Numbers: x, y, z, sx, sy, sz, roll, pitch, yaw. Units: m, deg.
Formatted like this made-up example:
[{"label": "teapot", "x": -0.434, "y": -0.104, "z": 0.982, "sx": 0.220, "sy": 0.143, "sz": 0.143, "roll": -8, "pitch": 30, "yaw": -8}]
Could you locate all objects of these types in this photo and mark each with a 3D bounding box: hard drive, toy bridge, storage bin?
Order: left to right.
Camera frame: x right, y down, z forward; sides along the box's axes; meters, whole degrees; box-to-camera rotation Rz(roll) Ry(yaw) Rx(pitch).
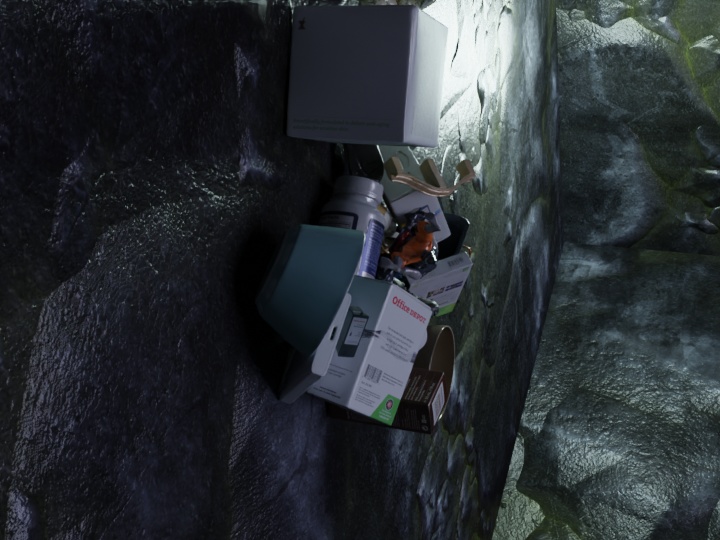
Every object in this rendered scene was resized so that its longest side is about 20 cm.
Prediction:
[{"label": "hard drive", "x": -0.071, "y": 0.121, "z": 1.344, "sx": 0.200, "sy": 0.027, "sz": 0.132, "roll": 134, "pitch": -23, "yaw": -63}, {"label": "toy bridge", "x": 0.126, "y": -0.161, "z": 1.537, "sx": 0.200, "sy": 0.027, "sz": 0.067, "roll": -5, "pitch": 63, "yaw": -40}, {"label": "storage bin", "x": 0.168, "y": -0.015, "z": 1.959, "sx": 0.134, "sy": 0.145, "sz": 0.200, "roll": 89, "pitch": 20, "yaw": -47}]

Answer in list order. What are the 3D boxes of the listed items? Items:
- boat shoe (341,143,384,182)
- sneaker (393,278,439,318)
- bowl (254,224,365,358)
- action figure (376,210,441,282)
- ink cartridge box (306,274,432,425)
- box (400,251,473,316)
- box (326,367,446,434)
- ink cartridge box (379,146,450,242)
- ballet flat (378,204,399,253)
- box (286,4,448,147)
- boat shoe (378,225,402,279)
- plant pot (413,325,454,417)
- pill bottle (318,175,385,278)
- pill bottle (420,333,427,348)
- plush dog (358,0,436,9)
[{"label": "boat shoe", "x": -0.008, "y": -0.242, "z": 1.517, "sx": 0.074, "sy": 0.075, "sz": 0.200, "roll": -125, "pitch": -153, "yaw": -78}, {"label": "sneaker", "x": 0.070, "y": 0.056, "z": 1.676, "sx": 0.066, "sy": 0.200, "sz": 0.091, "roll": -14, "pitch": 95, "yaw": -33}, {"label": "bowl", "x": -0.082, "y": 0.014, "z": 1.269, "sx": 0.201, "sy": 0.105, "sz": 0.201, "roll": -156, "pitch": -90, "yaw": -82}, {"label": "action figure", "x": 0.086, "y": -0.009, "z": 1.545, "sx": 0.200, "sy": 0.105, "sz": 0.193, "roll": -58, "pitch": 168, "yaw": -2}, {"label": "ink cartridge box", "x": 0.019, "y": 0.125, "z": 1.389, "sx": 0.146, "sy": 0.084, "sz": 0.200, "roll": 35, "pitch": 73, "yaw": -53}, {"label": "box", "x": 0.140, "y": 0.046, "z": 1.810, "sx": 0.200, "sy": 0.144, "sz": 0.036, "roll": 103, "pitch": -35, "yaw": -57}, {"label": "box", "x": 0.047, "y": 0.225, "z": 1.598, "sx": 0.100, "sy": 0.200, "sz": 0.075, "roll": -56, "pitch": 144, "yaw": -52}, {"label": "ink cartridge box", "x": 0.086, "y": -0.146, "z": 1.667, "sx": 0.145, "sy": 0.087, "sz": 0.200, "roll": 62, "pitch": 0, "yaw": 31}, {"label": "ballet flat", "x": 0.042, "y": -0.080, "z": 1.632, "sx": 0.200, "sy": 0.063, "sz": 0.069, "roll": 70, "pitch": 33, "yaw": -75}, {"label": "box", "x": 0.013, "y": -0.294, "z": 1.357, "sx": 0.171, "sy": 0.199, "sz": 0.200, "roll": -9, "pitch": 105, "yaw": -68}, {"label": "boat shoe", "x": 0.074, "y": -0.063, "z": 1.784, "sx": 0.200, "sy": 0.069, "sz": 0.084, "roll": -55, "pitch": 132, "yaw": -44}, {"label": "plant pot", "x": 0.107, "y": 0.206, "z": 1.844, "sx": 0.200, "sy": 0.134, "sz": 0.201, "roll": 7, "pitch": 90, "yaw": -69}, {"label": "pill bottle", "x": -0.020, "y": -0.050, "z": 1.467, "sx": 0.111, "sy": 0.111, "sz": 0.200, "roll": 40, "pitch": 59, "yaw": -66}, {"label": "pill bottle", "x": 0.022, "y": 0.147, "z": 1.555, "sx": 0.200, "sy": 0.114, "sz": 0.114, "roll": -35, "pitch": 130, "yaw": -40}, {"label": "plush dog", "x": 0.071, "y": -0.541, "z": 1.557, "sx": 0.172, "sy": 0.160, "sz": 0.200, "roll": 63, "pitch": 27, "yaw": -9}]
